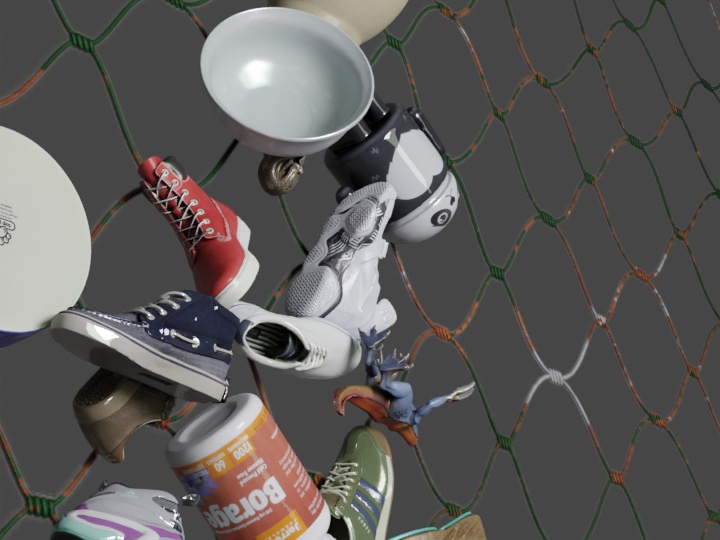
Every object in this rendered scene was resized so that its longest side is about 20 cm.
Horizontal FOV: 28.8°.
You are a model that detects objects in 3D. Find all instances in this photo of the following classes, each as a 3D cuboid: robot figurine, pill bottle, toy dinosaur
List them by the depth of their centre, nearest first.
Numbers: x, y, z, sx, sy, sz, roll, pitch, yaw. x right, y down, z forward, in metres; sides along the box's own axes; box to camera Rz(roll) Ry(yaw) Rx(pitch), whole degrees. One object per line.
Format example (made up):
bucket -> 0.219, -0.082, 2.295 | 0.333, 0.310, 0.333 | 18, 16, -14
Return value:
pill bottle -> -0.101, 0.233, 1.414 | 0.200, 0.112, 0.112 | 58, 40, -13
toy dinosaur -> 0.027, 0.150, 1.607 | 0.200, 0.105, 0.182 | -31, 137, -29
robot figurine -> 0.036, -0.125, 1.724 | 0.200, 0.150, 0.125 | 52, 4, -20

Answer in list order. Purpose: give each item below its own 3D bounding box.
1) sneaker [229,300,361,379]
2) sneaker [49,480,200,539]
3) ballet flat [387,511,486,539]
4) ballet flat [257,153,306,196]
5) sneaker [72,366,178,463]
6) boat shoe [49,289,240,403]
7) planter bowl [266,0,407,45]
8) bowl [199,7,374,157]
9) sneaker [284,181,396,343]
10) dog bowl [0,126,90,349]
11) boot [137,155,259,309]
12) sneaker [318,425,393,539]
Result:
sneaker -> -0.072, 0.087, 1.531 | 0.200, 0.071, 0.073 | 15, 102, -38
sneaker -> -0.174, 0.259, 1.302 | 0.200, 0.078, 0.140 | 34, 33, 4
ballet flat -> 0.090, 0.333, 1.628 | 0.200, 0.068, 0.072 | -2, 53, -55
ballet flat -> -0.076, -0.174, 1.677 | 0.067, 0.046, 0.201 | 41, 46, -32
sneaker -> -0.211, 0.111, 1.392 | 0.200, 0.070, 0.076 | -44, 127, -46
boat shoe -> -0.197, 0.052, 1.308 | 0.200, 0.074, 0.093 | 32, 64, -43
planter bowl -> -0.037, -0.345, 1.704 | 0.200, 0.200, 0.135 | 29, 79, -39
bowl -> -0.091, -0.199, 1.606 | 0.200, 0.090, 0.202 | 8, 53, -10
sneaker -> 0.000, 0.000, 1.642 | 0.115, 0.075, 0.200 | 45, 68, -35
dog bowl -> -0.345, -0.029, 1.268 | 0.200, 0.079, 0.201 | 24, 57, -42
boot -> -0.176, -0.043, 1.437 | 0.144, 0.072, 0.200 | 47, 10, -24
sneaker -> -0.017, 0.257, 1.537 | 0.090, 0.067, 0.201 | 30, 55, -44
